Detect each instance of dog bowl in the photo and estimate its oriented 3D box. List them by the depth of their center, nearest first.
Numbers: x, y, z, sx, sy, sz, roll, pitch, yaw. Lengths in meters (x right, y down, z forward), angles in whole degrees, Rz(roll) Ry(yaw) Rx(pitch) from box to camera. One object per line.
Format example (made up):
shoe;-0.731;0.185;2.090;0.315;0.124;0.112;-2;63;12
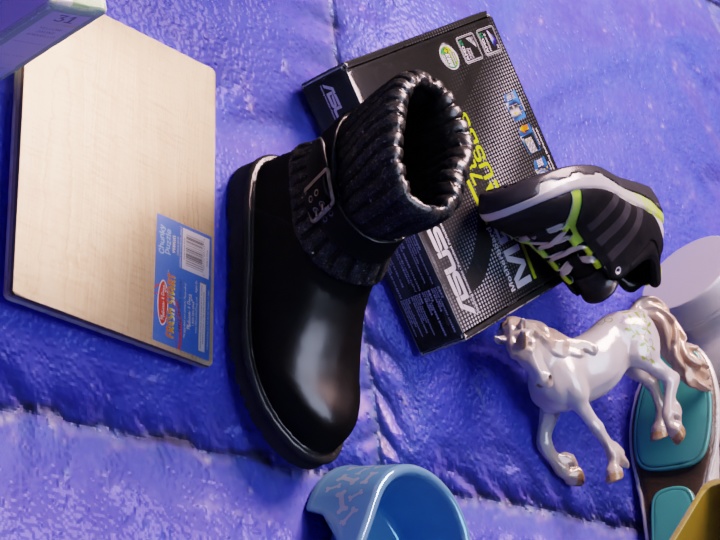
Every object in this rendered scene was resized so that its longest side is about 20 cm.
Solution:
dog bowl;0.009;0.198;1.271;0.111;0.050;0.200;46;42;-25

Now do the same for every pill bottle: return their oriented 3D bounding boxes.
pill bottle;0.302;0.072;1.632;0.200;0.112;0.112;50;41;-22

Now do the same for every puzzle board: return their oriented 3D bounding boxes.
puzzle board;-0.143;-0.054;1.242;0.151;0.017;0.200;24;56;-43

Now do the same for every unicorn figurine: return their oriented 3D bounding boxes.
unicorn figurine;0.158;0.075;1.482;0.200;0.074;0.137;-31;102;-49

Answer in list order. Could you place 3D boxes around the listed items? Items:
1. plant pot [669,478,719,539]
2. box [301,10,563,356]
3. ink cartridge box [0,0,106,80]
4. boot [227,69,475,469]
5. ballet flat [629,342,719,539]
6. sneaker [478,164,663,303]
plant pot;0.296;0.288;1.432;0.200;0.200;0.176;-53;133;-24
box;0.065;-0.064;1.469;0.193;0.047;0.200;-26;93;-55
ink cartridge box;-0.162;-0.205;1.143;0.048;0.200;0.146;6;67;-46
boot;-0.002;-0.001;1.267;0.079;0.158;0.211;11;64;-47
ballet flat;0.234;0.154;1.560;0.069;0.069;0.200;22;61;-43
sneaker;0.157;-0.021;1.466;0.200;0.072;0.083;5;72;-51
